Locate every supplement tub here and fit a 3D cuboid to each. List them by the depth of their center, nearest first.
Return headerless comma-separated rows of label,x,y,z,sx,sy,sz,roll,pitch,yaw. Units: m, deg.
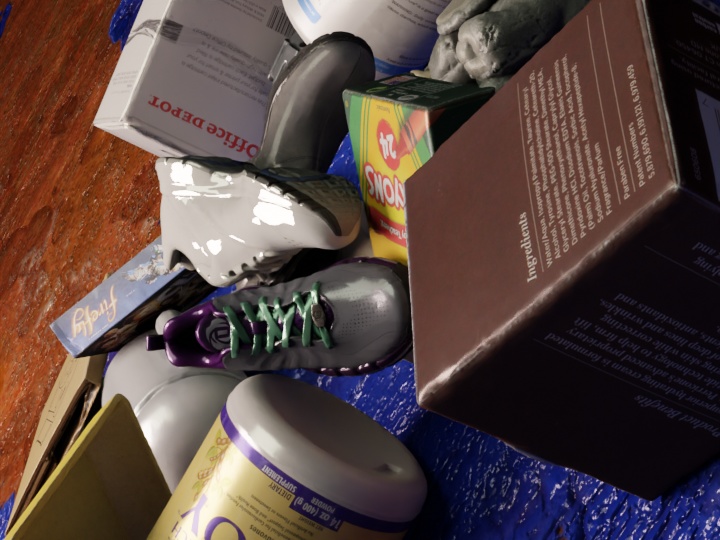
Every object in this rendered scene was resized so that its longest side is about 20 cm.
supplement tub,-0.063,0.184,1.218,0.200,0.145,0.145,-60,27,12
supplement tub,0.044,-0.244,1.392,0.200,0.132,0.132,-44,34,34

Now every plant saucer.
plant saucer,-0.179,0.217,1.284,0.048,0.200,0.200,-13,22,22

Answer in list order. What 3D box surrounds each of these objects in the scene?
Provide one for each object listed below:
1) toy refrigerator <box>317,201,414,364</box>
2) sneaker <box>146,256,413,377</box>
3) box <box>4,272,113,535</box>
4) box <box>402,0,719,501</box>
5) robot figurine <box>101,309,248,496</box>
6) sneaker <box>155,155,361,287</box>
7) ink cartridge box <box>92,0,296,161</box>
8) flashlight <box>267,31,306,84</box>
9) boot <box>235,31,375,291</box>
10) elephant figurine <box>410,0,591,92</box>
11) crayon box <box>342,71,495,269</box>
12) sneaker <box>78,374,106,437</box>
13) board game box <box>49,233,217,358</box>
toy refrigerator,0.000,0.000,1.333,0.070,0.076,0.200,-62,28,7
sneaker,-0.049,0.040,1.190,0.200,0.087,0.075,-14,88,47
box,-0.245,0.110,1.573,0.200,0.021,0.164,-90,26,-65
box,0.147,-0.015,0.979,0.200,0.166,0.164,-43,36,36
robot figurine,-0.133,0.114,1.436,0.200,0.113,0.170,-131,30,-61
sneaker,-0.067,-0.028,1.247,0.200,0.074,0.087,11,98,53
ink cartridge box,-0.124,-0.187,1.631,0.085,0.146,0.200,3,70,63
flashlight,-0.010,-0.234,1.560,0.068,0.068,0.200,33,103,26
boot,-0.034,-0.056,1.304,0.200,0.070,0.132,-59,33,28
elephant figurine,0.096,-0.148,1.219,0.200,0.155,0.142,-133,32,-65
crayon box,0.052,-0.016,1.160,0.127,0.051,0.200,22,127,64
sneaker,-0.197,0.178,1.565,0.085,0.074,0.200,-3,73,50
board game box,-0.135,-0.005,1.478,0.200,0.035,0.135,-38,-9,15
